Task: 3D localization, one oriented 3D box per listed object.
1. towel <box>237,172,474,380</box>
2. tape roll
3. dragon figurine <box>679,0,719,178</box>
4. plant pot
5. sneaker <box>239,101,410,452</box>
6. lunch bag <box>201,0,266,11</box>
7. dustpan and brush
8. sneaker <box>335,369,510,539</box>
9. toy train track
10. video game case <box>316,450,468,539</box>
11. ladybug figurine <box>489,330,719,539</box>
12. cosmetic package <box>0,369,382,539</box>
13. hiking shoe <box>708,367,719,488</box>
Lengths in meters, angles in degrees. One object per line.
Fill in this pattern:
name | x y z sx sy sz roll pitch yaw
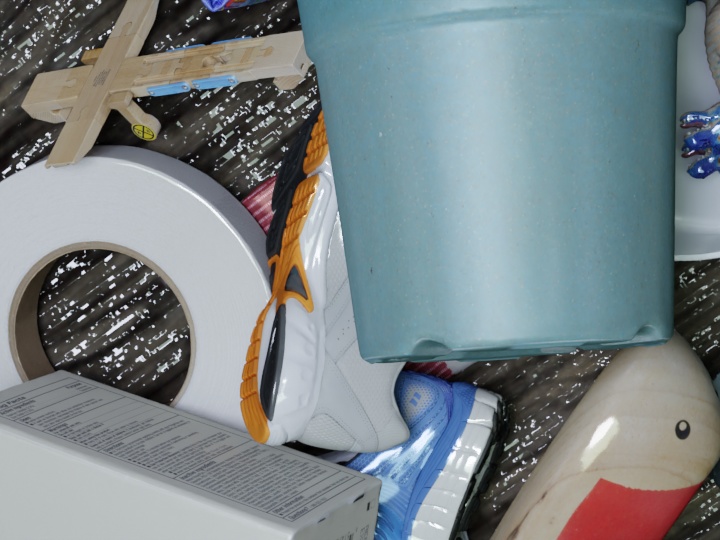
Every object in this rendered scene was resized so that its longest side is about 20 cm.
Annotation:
towel | 0.036 -0.019 1.251 0.200 0.023 0.144 -33 93 13
tape roll | -0.134 0.032 1.266 0.202 0.037 0.204 4 105 13
dragon figurine | 0.223 -0.122 1.171 0.199 0.059 0.100 -30 82 -18
plant pot | 0.066 -0.058 1.097 0.199 0.200 0.197 -4 85 10
sneaker | 0.000 0.000 1.205 0.092 0.076 0.201 15 77 -18
lunch bag | -0.094 -0.234 1.173 0.094 0.151 0.200 -43 91 12
dustpan and brush | 0.130 -0.050 1.201 0.199 0.057 0.140 -26 81 -14
sneaker | 0.005 0.144 1.240 0.089 0.079 0.201 24 95 15
toy train track | -0.096 -0.095 1.213 0.199 0.115 0.033 -5 142 41
video game case | -0.028 0.198 1.293 0.199 0.022 0.183 -16 95 11
ladybug figurine | 0.125 0.115 1.190 0.072 0.136 0.200 35 133 9
cosmetic package | -0.102 0.120 1.185 0.199 0.103 0.073 16 107 24
hiking shoe | 0.246 0.042 1.185 0.074 0.087 0.200 20 111 -30
